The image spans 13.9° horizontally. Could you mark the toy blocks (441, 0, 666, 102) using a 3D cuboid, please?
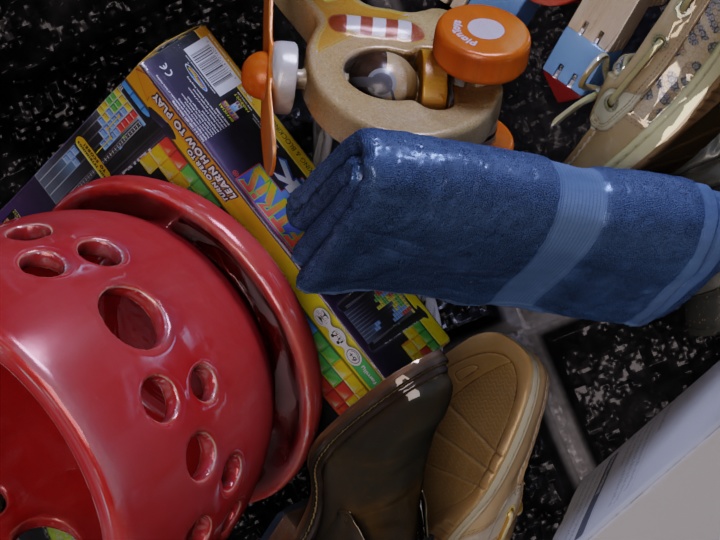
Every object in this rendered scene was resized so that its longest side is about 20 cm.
[{"bbox_3d":[0.086,-0.177,1.462,0.200,0.100,0.137,36,110,16],"label":"toy blocks"}]

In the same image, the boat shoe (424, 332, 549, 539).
[{"bbox_3d":[0.046,0.121,1.507,0.074,0.069,0.201,39,110,34],"label":"boat shoe"}]

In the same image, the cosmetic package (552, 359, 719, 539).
[{"bbox_3d":[0.228,0.136,1.414,0.199,0.123,0.200,44,119,-4],"label":"cosmetic package"}]

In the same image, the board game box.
[{"bbox_3d":[-0.073,0.003,1.481,0.200,0.057,0.165,52,136,2],"label":"board game box"}]

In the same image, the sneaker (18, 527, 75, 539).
[{"bbox_3d":[-0.095,0.151,1.534,0.200,0.072,0.083,39,100,5],"label":"sneaker"}]

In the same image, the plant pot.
[{"bbox_3d":[-0.131,0.060,1.393,0.200,0.182,0.201,22,130,29],"label":"plant pot"}]

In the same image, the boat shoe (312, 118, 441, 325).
[{"bbox_3d":[0.000,0.000,1.501,0.070,0.069,0.201,-6,97,8],"label":"boat shoe"}]

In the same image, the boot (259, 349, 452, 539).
[{"bbox_3d":[0.020,0.123,1.421,0.097,0.075,0.200,53,145,19],"label":"boot"}]

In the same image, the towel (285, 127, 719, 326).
[{"bbox_3d":[0.072,-0.016,1.391,0.199,0.112,0.049,9,64,-20],"label":"towel"}]

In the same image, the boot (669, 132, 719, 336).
[{"bbox_3d":[0.237,-0.050,1.458,0.199,0.068,0.131,-14,88,10],"label":"boot"}]

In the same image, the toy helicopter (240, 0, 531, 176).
[{"bbox_3d":[-0.015,-0.112,1.442,0.200,0.132,0.079,49,144,40],"label":"toy helicopter"}]

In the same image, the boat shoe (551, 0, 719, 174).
[{"bbox_3d":[0.156,-0.103,1.412,0.063,0.073,0.200,50,118,13],"label":"boat shoe"}]

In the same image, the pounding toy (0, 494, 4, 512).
[{"bbox_3d":[-0.262,0.098,1.523,0.183,0.142,0.201,11,98,10],"label":"pounding toy"}]
